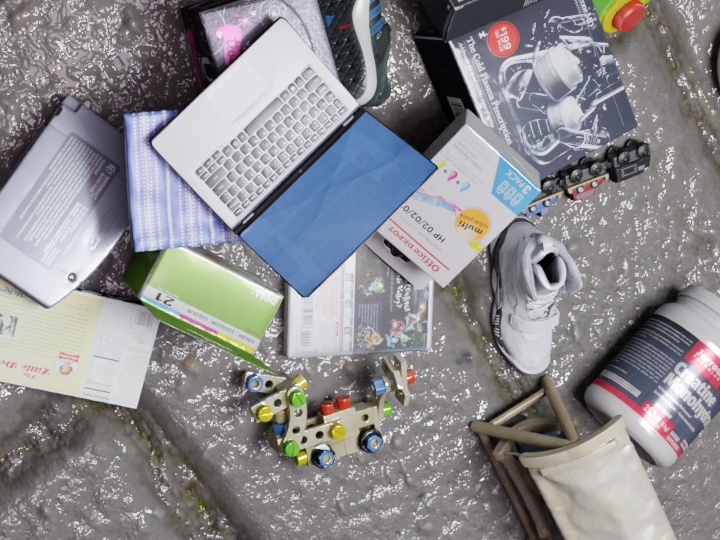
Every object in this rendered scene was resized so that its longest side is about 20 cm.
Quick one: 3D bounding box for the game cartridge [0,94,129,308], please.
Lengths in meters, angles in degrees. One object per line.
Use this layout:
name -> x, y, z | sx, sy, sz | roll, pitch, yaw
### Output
game cartridge -> -0.314, -0.067, 1.423 | 0.133, 0.040, 0.200 | 37, 75, -17

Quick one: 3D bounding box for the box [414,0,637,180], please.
box -> 0.192, -0.219, 1.554 | 0.182, 0.104, 0.200 | -30, 110, -13

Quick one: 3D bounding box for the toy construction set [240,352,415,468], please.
toy construction set -> -0.033, 0.159, 1.566 | 0.199, 0.092, 0.131 | -11, 105, -6

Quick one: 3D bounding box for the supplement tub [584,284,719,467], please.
supplement tub -> 0.390, 0.131, 1.677 | 0.200, 0.140, 0.140 | -47, 112, -5

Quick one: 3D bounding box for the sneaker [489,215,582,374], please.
sneaker -> 0.209, 0.039, 1.607 | 0.075, 0.115, 0.200 | -12, 105, -16

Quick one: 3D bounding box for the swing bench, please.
swing bench -> 0.259, 0.260, 1.625 | 0.130, 0.200, 0.199 | -32, 109, -11

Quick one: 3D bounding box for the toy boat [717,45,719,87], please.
toy boat -> 0.544, -0.256, 1.657 | 0.200, 0.131, 0.131 | -13, 105, -17

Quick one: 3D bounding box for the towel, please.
towel -> -0.140, -0.095, 1.385 | 0.199, 0.024, 0.145 | -5, 104, -18

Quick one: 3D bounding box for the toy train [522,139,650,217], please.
toy train -> 0.268, -0.109, 1.644 | 0.200, 0.034, 0.046 | -21, 120, -15

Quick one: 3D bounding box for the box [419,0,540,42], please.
box -> 0.108, -0.369, 1.458 | 0.141, 0.079, 0.200 | -24, 75, -15

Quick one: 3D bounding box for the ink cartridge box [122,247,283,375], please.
ink cartridge box -> -0.156, 0.030, 1.429 | 0.148, 0.200, 0.076 | 28, 91, -23

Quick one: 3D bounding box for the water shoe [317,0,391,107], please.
water shoe -> -0.006, -0.280, 1.499 | 0.079, 0.071, 0.201 | 3, 84, -62

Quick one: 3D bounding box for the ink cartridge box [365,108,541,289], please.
ink cartridge box -> 0.091, -0.065, 1.499 | 0.115, 0.068, 0.200 | 40, 111, -11

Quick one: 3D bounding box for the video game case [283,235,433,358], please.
video game case -> 0.000, 0.000, 1.576 | 0.181, 0.023, 0.201 | -2, 101, -19

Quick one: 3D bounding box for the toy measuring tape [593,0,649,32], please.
toy measuring tape -> 0.280, -0.319, 1.552 | 0.200, 0.073, 0.074 | 9, 100, -60

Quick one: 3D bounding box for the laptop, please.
laptop -> -0.067, -0.115, 1.335 | 0.187, 0.116, 0.200 | -45, 109, -6

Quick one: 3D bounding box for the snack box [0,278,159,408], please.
snack box -> -0.327, 0.073, 1.465 | 0.200, 0.037, 0.116 | 15, 94, -22

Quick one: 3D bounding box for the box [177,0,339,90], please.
box -> -0.100, -0.201, 1.448 | 0.132, 0.115, 0.200 | -21, 107, -15
